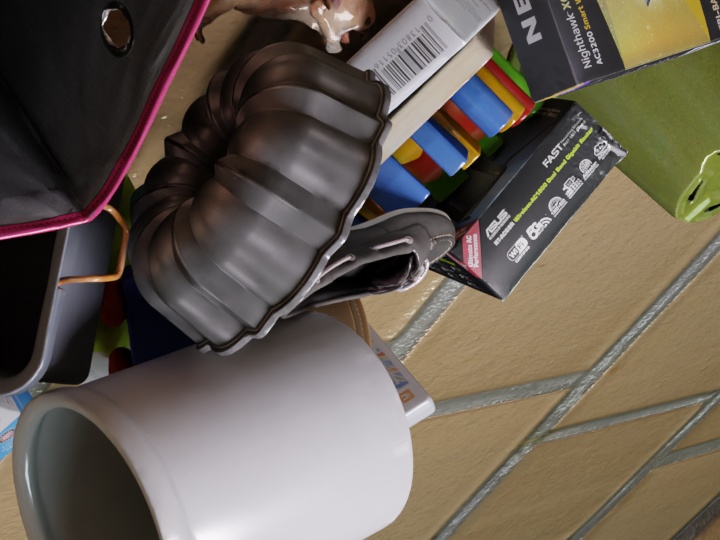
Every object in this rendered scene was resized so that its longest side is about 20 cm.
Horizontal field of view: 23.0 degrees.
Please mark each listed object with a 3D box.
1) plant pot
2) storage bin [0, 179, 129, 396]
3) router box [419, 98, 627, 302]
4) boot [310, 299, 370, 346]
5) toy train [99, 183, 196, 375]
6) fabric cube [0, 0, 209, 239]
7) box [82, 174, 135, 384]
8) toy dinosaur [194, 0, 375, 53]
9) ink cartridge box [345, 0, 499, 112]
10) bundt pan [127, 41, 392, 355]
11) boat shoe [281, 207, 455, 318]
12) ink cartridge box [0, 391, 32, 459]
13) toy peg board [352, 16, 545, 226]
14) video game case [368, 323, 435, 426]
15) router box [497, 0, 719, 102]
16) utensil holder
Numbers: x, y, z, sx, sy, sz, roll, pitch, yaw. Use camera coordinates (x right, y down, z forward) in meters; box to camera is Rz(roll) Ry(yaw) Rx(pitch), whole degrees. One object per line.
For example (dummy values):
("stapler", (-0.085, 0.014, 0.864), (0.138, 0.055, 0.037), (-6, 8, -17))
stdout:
("plant pot", (0.256, -0.147, 1.473), (0.200, 0.190, 0.200), (-28, 155, -15))
("storage bin", (-0.205, -0.017, 1.093), (0.145, 0.200, 0.134), (7, 172, 14))
("router box", (0.104, -0.065, 1.405), (0.150, 0.062, 0.200), (-49, -161, -6))
("boot", (-0.051, 0.060, 1.431), (0.074, 0.200, 0.155), (-14, 142, -18))
("toy train", (-0.135, 0.041, 1.256), (0.085, 0.116, 0.200), (-4, 135, -4))
("fabric cube", (-0.219, -0.143, 0.841), (0.200, 0.199, 0.196), (-12, 146, -42))
("box", (-0.180, 0.018, 1.294), (0.048, 0.122, 0.200), (6, 157, 11))
("toy dinosaur", (-0.061, -0.208, 1.075), (0.135, 0.086, 0.200), (-30, 152, -11))
("ink cartridge box", (0.037, -0.153, 1.228), (0.160, 0.047, 0.200), (-40, -178, 33))
("bundt pan", (-0.072, -0.053, 1.068), (0.076, 0.202, 0.202), (32, 116, -24))
("boat shoe", (0.000, 0.000, 1.189), (0.200, 0.057, 0.067), (-6, 146, -47))
("ink cartridge box", (-0.339, 0.107, 1.306), (0.116, 0.067, 0.200), (-39, 157, 9))
("toy peg board", (0.049, -0.090, 1.296), (0.200, 0.098, 0.199), (-44, -168, 17))
("video game case", (-0.061, 0.103, 1.515), (0.182, 0.200, 0.022), (-31, 134, -10))
("router box", (0.155, -0.229, 1.181), (0.157, 0.200, 0.052), (-21, -178, -31))
("utensil holder", (-0.090, 0.126, 1.121), (0.200, 0.170, 0.170), (-21, 153, -37))
